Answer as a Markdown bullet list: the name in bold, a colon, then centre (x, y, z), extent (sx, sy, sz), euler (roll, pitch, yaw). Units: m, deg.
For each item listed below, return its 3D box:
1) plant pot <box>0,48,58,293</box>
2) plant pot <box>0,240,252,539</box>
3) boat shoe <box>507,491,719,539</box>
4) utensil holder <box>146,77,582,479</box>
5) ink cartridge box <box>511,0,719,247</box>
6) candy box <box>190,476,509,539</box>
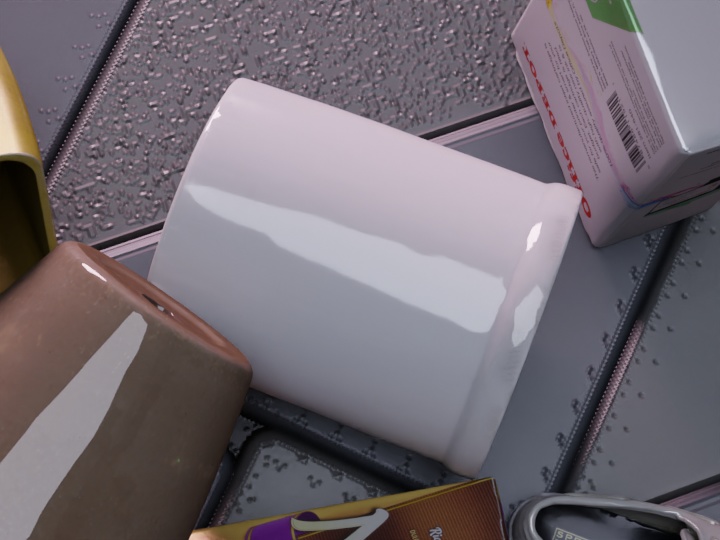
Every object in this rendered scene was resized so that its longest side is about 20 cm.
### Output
- **plant pot**: centre (-0.262, -0.034, 1.046), extent (0.199, 0.200, 0.177), euler (-9, 46, -6)
- **plant pot**: centre (-0.145, 0.086, 0.947), extent (0.200, 0.200, 0.175), euler (35, 92, 4)
- **boat shoe**: centre (0.182, 0.167, 1.102), extent (0.200, 0.066, 0.072), euler (21, 77, 1)
- **utensil holder**: centre (0.000, 0.000, 1.077), extent (0.200, 0.170, 0.170), euler (22, 77, 4)
- **ink cartridge box**: centre (0.163, -0.112, 1.095), extent (0.084, 0.200, 0.145), euler (-18, 79, -11)
- **candy box**: centre (-0.016, 0.182, 1.026), extent (0.199, 0.057, 0.117), euler (-10, 41, 1)
